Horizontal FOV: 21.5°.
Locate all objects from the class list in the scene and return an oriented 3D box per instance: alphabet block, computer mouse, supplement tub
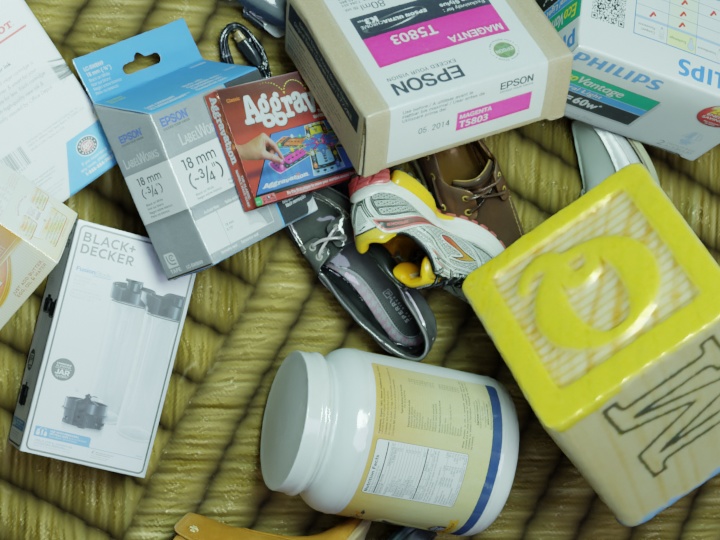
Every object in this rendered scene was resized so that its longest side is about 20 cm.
[{"bbox_3d":[0.236,0.067,1.648,0.196,0.196,0.200,-36,139,5],"label":"alphabet block"},{"bbox_3d":[-0.054,-0.140,1.681,0.059,0.034,0.200,-47,105,-11],"label":"computer mouse"},{"bbox_3d":[0.024,0.148,1.661,0.198,0.144,0.146,12,88,-19],"label":"supplement tub"}]

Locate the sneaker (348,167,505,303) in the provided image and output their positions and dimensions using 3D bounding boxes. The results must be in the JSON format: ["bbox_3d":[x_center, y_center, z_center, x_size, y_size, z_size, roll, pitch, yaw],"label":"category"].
[{"bbox_3d":[0.060,-0.009,1.671,0.199,0.078,0.083,31,48,-33],"label":"sneaker"}]

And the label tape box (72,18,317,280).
[{"bbox_3d":[-0.137,-0.112,1.597,0.144,0.063,0.201,-30,99,-47],"label":"label tape box"}]

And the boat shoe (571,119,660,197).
[{"bbox_3d":[0.239,-0.055,1.765,0.068,0.075,0.201,-30,102,-22],"label":"boat shoe"}]

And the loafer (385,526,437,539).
[{"bbox_3d":[0.021,0.293,1.666,0.072,0.073,0.200,41,45,3],"label":"loafer"}]

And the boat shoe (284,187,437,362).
[{"bbox_3d":[0.000,0.000,1.684,0.067,0.057,0.200,-38,105,11],"label":"boat shoe"}]

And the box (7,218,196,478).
[{"bbox_3d":[-0.219,0.065,1.616,0.116,0.060,0.202,16,87,-20],"label":"box"}]

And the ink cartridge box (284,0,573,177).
[{"bbox_3d":[0.056,-0.184,1.606,0.198,0.075,0.165,-18,53,-19],"label":"ink cartridge box"}]

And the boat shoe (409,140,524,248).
[{"bbox_3d":[0.096,-0.076,1.717,0.072,0.067,0.201,-33,102,-15],"label":"boat shoe"}]

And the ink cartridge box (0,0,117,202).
[{"bbox_3d":[-0.300,-0.146,1.576,0.115,0.067,0.201,-36,104,-14],"label":"ink cartridge box"}]

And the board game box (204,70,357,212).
[{"bbox_3d":[-0.044,-0.121,1.635,0.199,0.019,0.104,-20,89,-47],"label":"board game box"}]

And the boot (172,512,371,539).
[{"bbox_3d":[-0.087,0.244,1.661,0.143,0.201,0.071,26,126,15],"label":"boot"}]

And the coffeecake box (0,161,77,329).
[{"bbox_3d":[-0.355,-0.035,1.517,0.199,0.073,0.154,35,123,-17],"label":"coffeecake box"}]

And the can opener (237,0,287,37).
[{"bbox_3d":[-0.122,-0.277,1.633,0.199,0.067,0.054,38,80,-19],"label":"can opener"}]

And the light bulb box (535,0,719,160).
[{"bbox_3d":[0.257,-0.233,1.706,0.197,0.125,0.202,17,66,-18],"label":"light bulb box"}]
